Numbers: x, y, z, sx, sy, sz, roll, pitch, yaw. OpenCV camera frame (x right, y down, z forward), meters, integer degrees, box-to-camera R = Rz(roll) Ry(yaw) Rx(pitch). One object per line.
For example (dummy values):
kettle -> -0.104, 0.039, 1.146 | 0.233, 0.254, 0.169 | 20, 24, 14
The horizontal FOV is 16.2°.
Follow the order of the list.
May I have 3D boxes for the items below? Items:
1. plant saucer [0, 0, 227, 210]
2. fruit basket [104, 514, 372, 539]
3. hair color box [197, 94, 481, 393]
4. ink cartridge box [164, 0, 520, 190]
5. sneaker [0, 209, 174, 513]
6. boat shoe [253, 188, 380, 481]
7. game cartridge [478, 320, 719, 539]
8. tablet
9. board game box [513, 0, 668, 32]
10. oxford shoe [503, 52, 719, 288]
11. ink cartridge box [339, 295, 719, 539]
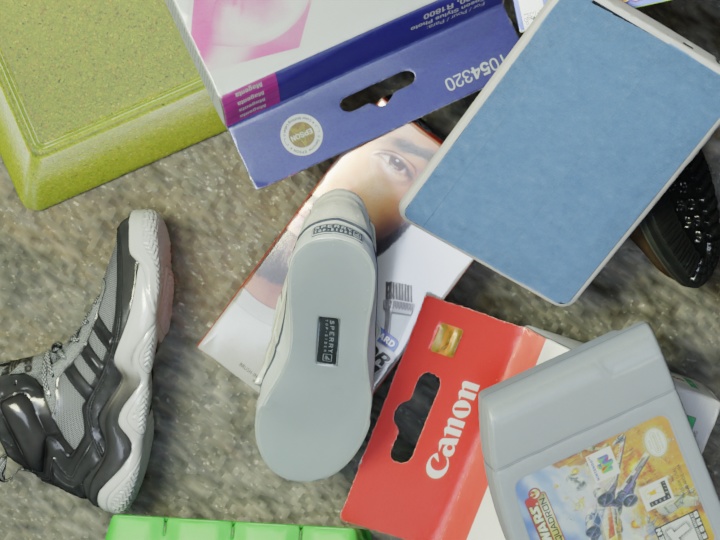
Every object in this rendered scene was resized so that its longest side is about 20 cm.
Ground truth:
plant saucer -> -0.170, -0.162, 1.621 | 0.199, 0.048, 0.201 | -22, 94, 9
fruit basket -> -0.082, 0.259, 1.610 | 0.214, 0.156, 0.217 | -1, 83, 7
hair color box -> 0.000, 0.000, 1.615 | 0.111, 0.064, 0.200 | 37, 99, 2
ink cartridge box -> -0.019, -0.180, 1.561 | 0.196, 0.043, 0.201 | -25, 82, -8
sneaker -> -0.186, 0.054, 1.636 | 0.113, 0.075, 0.201 | 9, 101, 3
boat shoe -> -0.025, 0.034, 1.557 | 0.074, 0.086, 0.203 | 6, 128, 1
game cartridge -> 0.153, 0.147, 1.573 | 0.133, 0.042, 0.201 | -26, 106, -7
tablet -> 0.125, -0.073, 1.519 | 0.130, 0.014, 0.200 | 29, 124, -12
board game box -> 0.192, -0.188, 1.531 | 0.199, 0.134, 0.045 | -12, 96, 9
oxford shoe -> 0.158, -0.070, 1.583 | 0.084, 0.073, 0.200 | -8, 124, 50
ink cartridge box -> 0.108, 0.121, 1.597 | 0.199, 0.050, 0.162 | 18, 100, -17
